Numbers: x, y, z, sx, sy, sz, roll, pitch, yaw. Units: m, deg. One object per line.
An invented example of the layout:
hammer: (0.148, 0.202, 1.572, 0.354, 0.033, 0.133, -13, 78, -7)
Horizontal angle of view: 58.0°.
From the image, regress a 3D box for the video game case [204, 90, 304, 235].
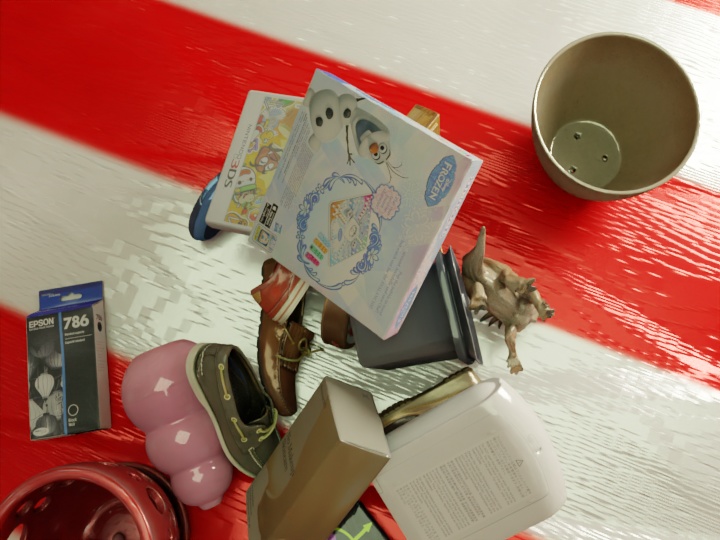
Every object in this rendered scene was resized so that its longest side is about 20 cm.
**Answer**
video game case: (-0.074, -0.122, 0.787, 0.194, 0.023, 0.187, 12, 75, 15)

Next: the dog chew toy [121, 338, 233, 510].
dog chew toy: (-0.217, 0.193, 0.803, 0.122, 0.125, 0.205, -21, 85, -1)

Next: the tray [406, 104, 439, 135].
tray: (0.061, -0.087, 0.788, 0.036, 0.202, 0.099, 27, 64, 24)

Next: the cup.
cup: (0.304, -0.173, 0.830, 0.194, 0.143, 0.207, -1, 78, 3)

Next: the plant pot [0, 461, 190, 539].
plant pot: (-0.298, 0.324, 0.745, 0.194, 0.183, 0.207, -1, 77, 4)

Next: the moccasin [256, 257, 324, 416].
moccasin: (-0.090, 0.083, 0.843, 0.075, 0.074, 0.207, -4, 68, 11)

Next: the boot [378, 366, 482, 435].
boot: (0.096, 0.235, 0.797, 0.196, 0.072, 0.170, -28, 84, 6)

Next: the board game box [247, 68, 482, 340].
board game box: (-0.003, -0.070, 0.679, 0.197, 0.043, 0.204, 34, 110, 21)

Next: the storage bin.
storage bin: (0.065, 0.053, 0.780, 0.131, 0.200, 0.150, -15, 78, 9)

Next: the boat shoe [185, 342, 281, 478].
boat shoe: (-0.137, 0.173, 0.779, 0.059, 0.072, 0.205, -9, 118, 31)

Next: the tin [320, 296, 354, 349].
tin: (0.000, 0.000, 0.827, 0.041, 0.112, 0.205, 15, 80, 18)

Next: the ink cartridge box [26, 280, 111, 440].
ink cartridge box: (-0.392, 0.116, 0.869, 0.096, 0.039, 0.206, -10, 77, 2)

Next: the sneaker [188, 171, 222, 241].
sneaker: (-0.148, -0.104, 0.882, 0.199, 0.074, 0.082, -43, 81, -4)

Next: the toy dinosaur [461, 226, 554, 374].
toy dinosaur: (0.164, 0.024, 0.779, 0.085, 0.136, 0.201, -37, 117, 10)

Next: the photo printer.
photo printer: (0.122, 0.228, 0.735, 0.197, 0.070, 0.169, -32, 97, 12)

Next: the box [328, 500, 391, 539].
box: (-0.028, 0.408, 0.786, 0.200, 0.036, 0.143, -43, 79, -4)

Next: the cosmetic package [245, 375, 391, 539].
cosmetic package: (-0.055, 0.234, 0.741, 0.070, 0.106, 0.202, 23, 112, -26)

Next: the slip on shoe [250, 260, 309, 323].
slip on shoe: (-0.068, -0.036, 0.798, 0.060, 0.074, 0.203, 32, 84, -10)
